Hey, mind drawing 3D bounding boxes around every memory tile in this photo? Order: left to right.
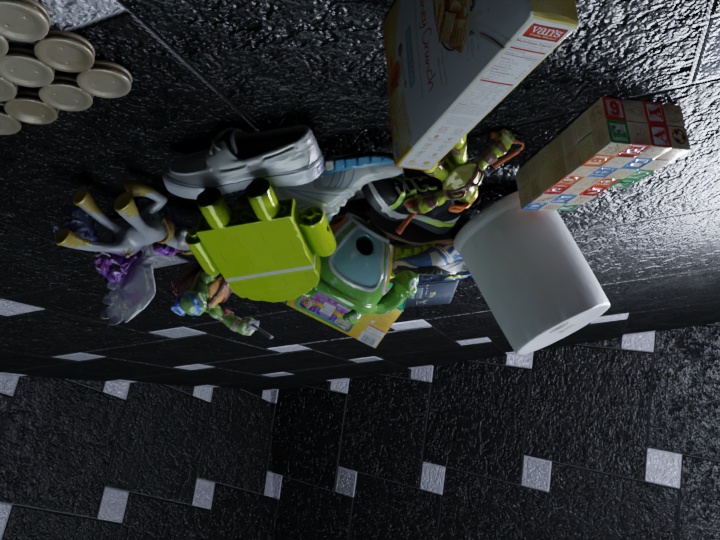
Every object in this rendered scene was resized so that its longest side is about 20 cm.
[{"bbox_3d":[-0.330,-0.183,0.584,0.197,0.017,0.153,-11,163,20],"label":"memory tile"}]

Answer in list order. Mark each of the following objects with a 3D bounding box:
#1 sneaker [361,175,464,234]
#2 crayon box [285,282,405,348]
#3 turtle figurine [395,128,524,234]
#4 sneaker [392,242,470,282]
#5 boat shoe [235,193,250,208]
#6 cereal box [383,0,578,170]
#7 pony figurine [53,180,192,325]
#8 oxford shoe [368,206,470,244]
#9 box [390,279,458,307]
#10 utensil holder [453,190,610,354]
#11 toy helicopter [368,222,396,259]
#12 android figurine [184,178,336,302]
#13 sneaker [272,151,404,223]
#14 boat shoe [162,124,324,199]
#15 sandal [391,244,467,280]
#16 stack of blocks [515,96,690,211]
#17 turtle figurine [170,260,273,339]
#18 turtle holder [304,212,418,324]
[{"bbox_3d":[0.082,-0.114,0.878,0.198,0.072,0.083,11,134,-45],"label":"sneaker"},{"bbox_3d":[-0.028,0.051,1.174,0.198,0.059,0.119,27,130,-8],"label":"crayon box"},{"bbox_3d":[0.107,-0.115,0.766,0.199,0.065,0.161,-32,147,14],"label":"turtle figurine"},{"bbox_3d":[0.146,-0.026,1.098,0.197,0.078,0.076,-9,173,-17],"label":"sneaker"},{"bbox_3d":[-0.120,-0.080,0.920,0.071,0.077,0.200,27,180,14],"label":"boat shoe"},{"bbox_3d":[0.073,-0.182,0.460,0.039,0.146,0.200,3,162,-20],"label":"cereal box"},{"bbox_3d":[-0.318,-0.039,0.869,0.191,0.168,0.200,-25,155,14],"label":"pony figurine"},{"bbox_3d":[0.084,-0.068,0.994,0.198,0.073,0.071,7,165,-38],"label":"oxford shoe"},{"bbox_3d":[0.129,0.035,1.389,0.155,0.052,0.200,-5,164,0],"label":"box"},{"bbox_3d":[0.260,0.004,0.963,0.168,0.202,0.170,-21,159,-9],"label":"utensil holder"},{"bbox_3d":[-0.037,-0.043,1.083,0.197,0.080,0.132,8,172,-4],"label":"toy helicopter"},{"bbox_3d":[-0.120,-0.027,0.776,0.179,0.041,0.201,-10,140,12],"label":"android figurine"},{"bbox_3d":[-0.039,-0.097,0.787,0.197,0.088,0.075,-10,-171,8],"label":"sneaker"},{"bbox_3d":[-0.143,-0.135,0.730,0.197,0.074,0.066,-8,136,8],"label":"boat shoe"},{"bbox_3d":[0.124,-0.016,1.184,0.197,0.081,0.087,1,169,13],"label":"sandal"},{"bbox_3d":[0.303,-0.141,0.813,0.113,0.060,0.200,1,163,-17],"label":"stack of blocks"},{"bbox_3d":[-0.172,0.016,0.963,0.198,0.145,0.194,-25,-164,26],"label":"turtle figurine"},{"bbox_3d":[-0.005,-0.001,0.953,0.184,0.133,0.141,33,-171,8],"label":"turtle holder"}]
